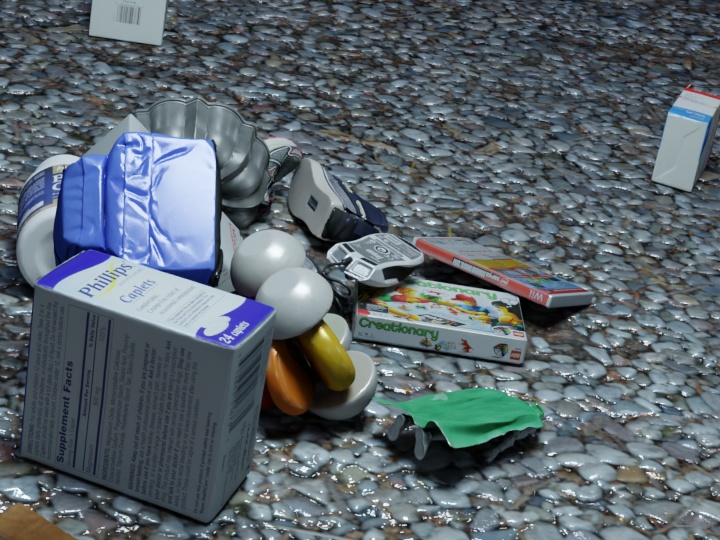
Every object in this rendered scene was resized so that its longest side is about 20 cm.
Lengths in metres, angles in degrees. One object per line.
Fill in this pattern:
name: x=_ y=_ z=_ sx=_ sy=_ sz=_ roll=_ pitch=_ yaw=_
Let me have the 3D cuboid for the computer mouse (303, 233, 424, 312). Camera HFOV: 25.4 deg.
computer mouse: x=0.000 y=0.000 z=1.835 sx=0.109 sy=0.044 sz=0.199 roll=34 pitch=27 yaw=30

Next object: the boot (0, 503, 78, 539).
boot: x=-0.261 y=0.248 z=1.250 sx=0.199 sy=0.069 sz=0.188 roll=22 pitch=27 yaw=25

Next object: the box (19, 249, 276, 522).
box: x=-0.195 y=0.101 z=1.455 sx=0.199 sy=0.185 sz=0.105 roll=17 pitch=26 yaw=13

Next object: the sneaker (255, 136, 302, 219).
sneaker: x=-0.137 y=-0.104 z=2.066 sx=0.074 sy=0.081 sz=0.200 roll=35 pitch=44 yaw=13

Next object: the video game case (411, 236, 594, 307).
video game case: x=0.178 y=0.000 z=1.992 sx=0.199 sy=0.018 sz=0.143 roll=24 pitch=12 yaw=27

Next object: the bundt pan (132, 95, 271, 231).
bundt pan: x=-0.203 y=-0.102 z=1.893 sx=0.200 sy=0.203 sz=0.076 roll=7 pitch=36 yaw=-9

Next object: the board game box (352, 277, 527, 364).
board game box: x=0.090 y=0.053 z=1.862 sx=0.198 sy=0.035 sz=0.126 roll=9 pitch=23 yaw=-4

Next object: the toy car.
toy car: x=-0.086 y=0.073 z=1.634 sx=0.149 sy=0.176 sz=0.200 roll=-32 pitch=34 yaw=-3

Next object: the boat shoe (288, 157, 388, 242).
boat shoe: x=-0.029 y=-0.080 z=2.080 sx=0.092 sy=0.075 sz=0.200 roll=19 pitch=19 yaw=-23

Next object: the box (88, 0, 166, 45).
box: x=-0.388 y=-0.465 z=2.715 sx=0.123 sy=0.098 sz=0.200 roll=7 pitch=24 yaw=-8

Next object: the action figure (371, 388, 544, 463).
action figure: x=0.120 y=0.155 z=1.629 sx=0.199 sy=0.055 sz=0.118 roll=-2 pitch=25 yaw=-41

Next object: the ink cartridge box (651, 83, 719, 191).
ink cartridge box: x=0.520 y=-0.213 z=2.522 sx=0.067 sy=0.117 sz=0.200 roll=17 pitch=25 yaw=15

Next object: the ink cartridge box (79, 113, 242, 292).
ink cartridge box: x=-0.219 y=-0.055 z=1.780 sx=0.200 sy=0.087 sz=0.146 roll=46 pitch=12 yaw=-26

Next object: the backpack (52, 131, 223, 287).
backpack: x=-0.222 y=-0.036 z=1.600 sx=0.166 sy=0.200 sz=0.164 roll=7 pitch=68 yaw=-9

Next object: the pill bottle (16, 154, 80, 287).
pill bottle: x=-0.338 y=-0.059 z=1.832 sx=0.110 sy=0.112 sz=0.200 roll=4 pitch=25 yaw=-14
